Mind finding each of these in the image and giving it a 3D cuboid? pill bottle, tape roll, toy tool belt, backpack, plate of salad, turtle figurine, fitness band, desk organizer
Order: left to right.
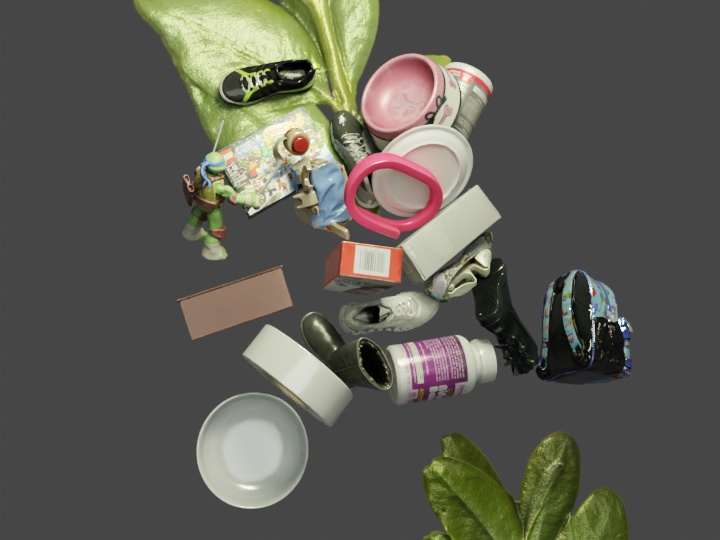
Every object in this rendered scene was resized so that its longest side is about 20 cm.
[{"bbox_3d":[-0.241,-0.132,1.437,0.142,0.201,0.196,22,121,0],"label":"turtle figurine"},{"bbox_3d":[-0.228,0.061,1.461,0.197,0.072,0.078,-18,89,-13],"label":"desk organizer"},{"bbox_3d":[-0.110,0.185,1.401,0.202,0.202,0.071,40,76,-3],"label":"tape roll"},{"bbox_3d":[-0.073,-0.157,1.457,0.124,0.123,0.202,-29,122,-14],"label":"toy tool belt"},{"bbox_3d":[0.060,-0.136,1.452,0.198,0.038,0.144,19,118,-33],"label":"fitness band"},{"bbox_3d":[0.113,-0.187,1.481,0.197,0.202,0.048,-9,43,-12],"label":"plate of salad"},{"bbox_3d":[0.150,0.183,1.497,0.197,0.112,0.114,-8,84,-11],"label":"pill bottle"},{"bbox_3d":[0.173,-0.295,1.566,0.110,0.111,0.202,28,78,-6],"label":"pill bottle"},{"bbox_3d":[0.429,0.108,1.536,0.133,0.183,0.203,9,69,-18],"label":"backpack"}]

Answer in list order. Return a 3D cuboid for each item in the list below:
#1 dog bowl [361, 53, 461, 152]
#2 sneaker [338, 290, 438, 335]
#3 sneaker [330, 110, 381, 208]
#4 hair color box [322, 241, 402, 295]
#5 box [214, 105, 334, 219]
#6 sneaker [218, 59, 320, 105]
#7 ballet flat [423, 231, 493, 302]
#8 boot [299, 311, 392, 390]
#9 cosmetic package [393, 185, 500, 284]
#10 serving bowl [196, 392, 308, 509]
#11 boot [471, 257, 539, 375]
[{"bbox_3d":[0.087,-0.319,1.512,0.198,0.074,0.203,-14,62,27],"label":"dog bowl"},{"bbox_3d":[0.060,0.080,1.511,0.197,0.081,0.076,-11,83,-14],"label":"sneaker"},{"bbox_3d":[0.005,-0.225,1.521,0.074,0.115,0.202,-22,87,-13],"label":"sneaker"},{"bbox_3d":[0.000,0.000,1.446,0.109,0.200,0.065,7,82,-10],"label":"hair color box"},{"bbox_3d":[-0.161,-0.207,1.526,0.198,0.038,0.138,-31,89,-13],"label":"box"},{"bbox_3d":[-0.175,-0.373,1.522,0.197,0.083,0.073,-16,85,-13],"label":"sneaker"},{"bbox_3d":[0.209,0.000,1.538,0.200,0.072,0.072,-38,91,-27],"label":"ballet flat"},{"bbox_3d":[-0.029,0.142,1.422,0.072,0.200,0.182,-40,91,-14],"label":"boot"},{"bbox_3d":[0.162,-0.067,1.537,0.199,0.107,0.091,-36,91,-11],"label":"cosmetic package"},{"bbox_3d":[-0.194,0.320,1.435,0.197,0.066,0.203,1,82,-10],"label":"serving bowl"},{"bbox_3d":[0.285,0.091,1.545,0.073,0.199,0.163,-26,119,26],"label":"boot"}]
